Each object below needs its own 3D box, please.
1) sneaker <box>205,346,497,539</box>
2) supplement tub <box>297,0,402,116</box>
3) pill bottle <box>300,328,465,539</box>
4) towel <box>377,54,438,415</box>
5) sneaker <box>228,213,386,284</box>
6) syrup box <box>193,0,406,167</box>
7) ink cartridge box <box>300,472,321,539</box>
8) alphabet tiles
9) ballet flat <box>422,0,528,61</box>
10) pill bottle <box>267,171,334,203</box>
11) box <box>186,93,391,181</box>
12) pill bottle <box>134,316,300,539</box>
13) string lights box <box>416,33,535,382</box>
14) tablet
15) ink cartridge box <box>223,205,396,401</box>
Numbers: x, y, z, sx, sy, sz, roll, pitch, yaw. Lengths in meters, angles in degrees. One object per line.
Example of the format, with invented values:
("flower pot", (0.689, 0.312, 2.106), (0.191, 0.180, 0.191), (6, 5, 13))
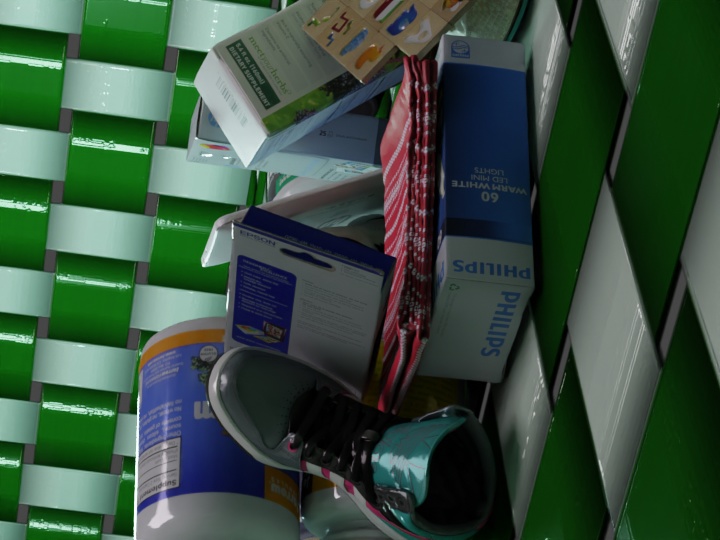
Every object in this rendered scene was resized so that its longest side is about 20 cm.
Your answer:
("sneaker", (0.007, 0.107, 1.332), (0.121, 0.199, 0.084), (-19, 41, 61))
("supplement tub", (0.005, -0.219, 1.743), (0.107, 0.106, 0.201), (112, 176, -64))
("pill bottle", (0.016, 0.118, 1.478), (0.109, 0.108, 0.202), (113, 162, -66))
("towel", (0.027, -0.021, 1.398), (0.145, 0.022, 0.202), (106, 168, -65))
("sneaker", (0.000, 0.000, 1.575), (0.080, 0.199, 0.075), (-3, 96, 43))
("syrup box", (-0.017, -0.164, 1.614), (0.079, 0.199, 0.081), (57, 159, 5))
("ink cartridge box", (-0.060, 0.149, 1.604), (0.084, 0.144, 0.202), (-27, -76, -56))
("alphabet tiles", (0.038, -0.207, 1.494), (0.166, 0.006, 0.200), (-45, 29, 2))
("ballet flat", (0.069, -0.164, 1.503), (0.200, 0.062, 0.068), (114, 163, -66))
("pill bottle", (-0.030, -0.063, 1.990), (0.201, 0.112, 0.114), (-95, 14, -56))
("box", (-0.035, -0.099, 1.718), (0.156, 0.198, 0.042), (153, 124, -82))
("pill bottle", (-0.095, 0.143, 1.451), (0.112, 0.111, 0.202), (109, 162, -58))
("string lights box", (0.071, -0.041, 1.384), (0.103, 0.058, 0.201), (105, 169, -51))
("tablet", (-0.018, -0.046, 1.596), (0.130, 0.198, 0.014), (126, 126, -74))
("ink cartridge box", (-0.032, 0.018, 1.350), (0.200, 0.099, 0.039), (102, -171, -63))
